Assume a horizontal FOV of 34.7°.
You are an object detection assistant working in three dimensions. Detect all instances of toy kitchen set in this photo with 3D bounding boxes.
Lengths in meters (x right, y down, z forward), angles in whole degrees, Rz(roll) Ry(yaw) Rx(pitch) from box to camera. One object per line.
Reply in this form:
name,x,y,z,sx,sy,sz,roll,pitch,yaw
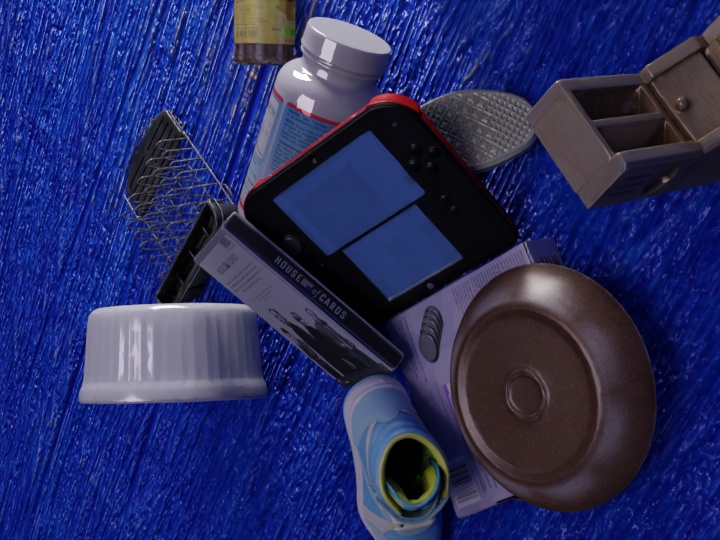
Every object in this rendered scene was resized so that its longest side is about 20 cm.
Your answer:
toy kitchen set,0.260,-0.108,0.748,0.164,0.179,0.200,59,134,20

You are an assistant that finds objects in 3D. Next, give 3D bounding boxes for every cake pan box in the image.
cake pan box,0.126,0.099,0.998,0.184,0.052,0.203,-35,71,43

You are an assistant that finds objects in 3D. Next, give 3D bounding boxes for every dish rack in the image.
dish rack,-0.217,-0.076,1.310,0.201,0.054,0.154,54,127,26

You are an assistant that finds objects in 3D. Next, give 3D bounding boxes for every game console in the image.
game console,0.013,-0.044,1.002,0.199,0.031,0.177,-31,111,31

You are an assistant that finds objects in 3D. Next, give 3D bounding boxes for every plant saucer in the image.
plant saucer,0.141,0.097,0.926,0.198,0.036,0.204,7,101,42

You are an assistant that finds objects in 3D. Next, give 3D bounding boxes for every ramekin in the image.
ramekin,-0.197,0.088,1.217,0.199,0.199,0.100,-7,82,44

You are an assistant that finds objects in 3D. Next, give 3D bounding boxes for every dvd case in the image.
dvd case,-0.062,0.033,1.077,0.199,0.025,0.150,41,160,-7

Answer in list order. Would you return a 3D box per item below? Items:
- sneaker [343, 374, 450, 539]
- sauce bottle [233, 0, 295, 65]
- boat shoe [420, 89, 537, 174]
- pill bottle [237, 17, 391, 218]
sneaker,0.042,0.206,1.016,0.131,0.078,0.203,-128,18,-64
sauce bottle,-0.095,-0.308,1.152,0.064,0.064,0.204,12,104,43
boat shoe,0.065,-0.105,1.015,0.197,0.062,0.076,-17,76,23
pill bottle,-0.040,-0.128,1.091,0.108,0.108,0.202,39,120,34
